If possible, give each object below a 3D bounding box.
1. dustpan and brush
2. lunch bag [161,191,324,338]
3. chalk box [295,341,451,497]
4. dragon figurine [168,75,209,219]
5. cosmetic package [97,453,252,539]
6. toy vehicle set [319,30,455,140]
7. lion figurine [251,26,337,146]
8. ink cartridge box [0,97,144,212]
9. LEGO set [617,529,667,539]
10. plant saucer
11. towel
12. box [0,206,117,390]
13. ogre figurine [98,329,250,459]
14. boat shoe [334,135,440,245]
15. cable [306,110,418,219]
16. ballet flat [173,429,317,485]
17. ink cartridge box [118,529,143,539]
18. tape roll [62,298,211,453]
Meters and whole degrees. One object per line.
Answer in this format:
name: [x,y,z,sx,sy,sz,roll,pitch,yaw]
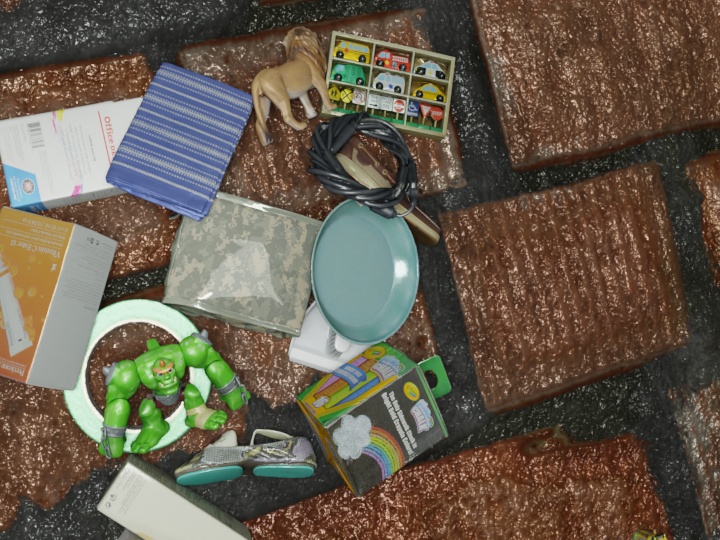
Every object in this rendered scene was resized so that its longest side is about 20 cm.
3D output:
dustpan and brush: [-0.013,0.049,1.242,0.137,0.057,0.204,18,79,-12]
lunch bag: [-0.165,-0.009,1.177,0.196,0.117,0.168,17,79,-20]
chalk box: [0.033,0.189,1.196,0.198,0.124,0.127,-30,112,-16]
dragon figurine: [-0.245,-0.171,1.204,0.098,0.059,0.203,31,78,-9]
cosmetic package: [-0.244,0.330,1.141,0.198,0.105,0.072,36,80,-7]
toy vehicle set: [0.041,-0.277,1.301,0.195,0.026,0.127,8,84,-13]
lion figurine: [-0.101,-0.262,1.202,0.200,0.071,0.124,-48,120,-53]
ink cartridge box: [-0.378,-0.155,1.165,0.196,0.068,0.118,-13,88,-14]
LEGO set: [0.404,0.476,1.280,0.195,0.116,0.158,-2,86,-14]
plant saucer: [0.000,0.000,1.192,0.197,0.036,0.205,0,90,-41]
towel: [-0.236,-0.174,1.146,0.142,0.024,0.203,20,65,-2]
box: [-0.413,0.037,1.102,0.122,0.097,0.205,11,82,20]
ogre figurine: [-0.252,0.156,1.113,0.196,0.098,0.122,-14,106,0]
boat shoe: [0.049,-0.120,1.269,0.199,0.072,0.072,39,76,0]
cable: [0.003,-0.153,1.201,0.159,0.051,0.203,11,44,-11]
ballet flat: [-0.160,0.256,1.195,0.195,0.072,0.074,-1,85,-14]
ink cartridge box: [-0.267,0.398,1.071,0.115,0.200,0.068,40,78,-8]
tape roll: [-0.302,0.142,1.171,0.196,0.048,0.206,1,84,-14]
